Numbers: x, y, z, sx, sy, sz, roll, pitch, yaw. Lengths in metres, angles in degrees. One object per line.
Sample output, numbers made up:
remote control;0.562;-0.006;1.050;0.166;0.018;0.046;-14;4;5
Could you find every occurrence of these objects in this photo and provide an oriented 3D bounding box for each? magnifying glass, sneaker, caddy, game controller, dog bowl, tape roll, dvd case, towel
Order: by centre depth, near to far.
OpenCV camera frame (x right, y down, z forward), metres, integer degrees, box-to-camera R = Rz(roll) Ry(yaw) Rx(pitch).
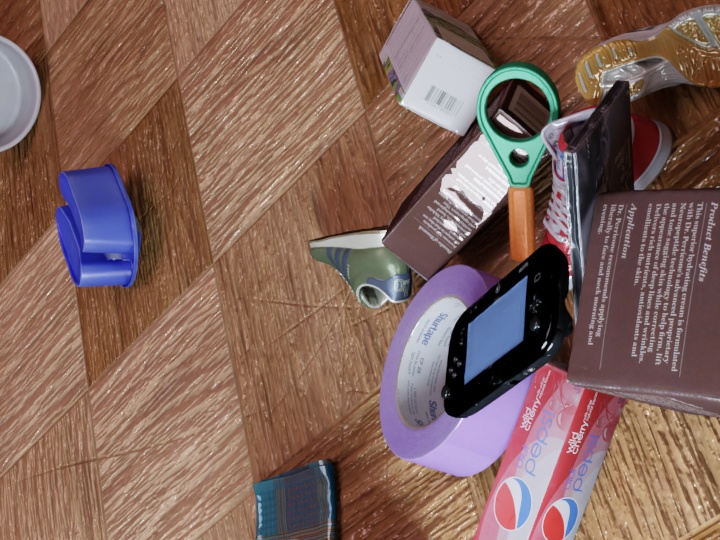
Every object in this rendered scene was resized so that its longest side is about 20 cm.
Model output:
dvd case;0.211;-0.043;1.254;0.016;0.149;0.202;7;122;25
game controller;0.125;0.056;1.265;0.200;0.042;0.105;135;139;-55
sneaker;0.297;-0.206;1.323;0.198;0.088;0.076;-6;108;29
sneaker;0.198;-0.069;1.367;0.201;0.112;0.071;-58;41;21
magnifying glass;0.154;-0.103;1.396;0.079;0.022;0.202;3;115;15
tape roll;0.097;0.099;1.439;0.200;0.065;0.202;-44;36;44
sneaker;0.000;0.000;1.627;0.200;0.067;0.091;-5;98;64
towel;-0.075;0.325;1.648;0.146;0.022;0.202;-25;60;45
caddy;-0.370;-0.064;2.087;0.201;0.104;0.142;-119;32;-42
dog bowl;-0.643;-0.298;2.426;0.079;0.199;0.202;10;86;54

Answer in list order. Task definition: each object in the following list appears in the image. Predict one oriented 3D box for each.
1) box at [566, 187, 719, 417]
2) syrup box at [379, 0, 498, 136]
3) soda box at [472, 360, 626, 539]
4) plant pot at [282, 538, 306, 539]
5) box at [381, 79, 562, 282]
box;0.300;0.032;1.163;0.199;0.163;0.168;3;79;51
syrup box;0.081;-0.221;1.536;0.082;0.078;0.200;-59;16;16
soda box;0.174;0.190;1.349;0.070;0.063;0.202;26;99;52
plant pot;-0.057;0.388;1.471;0.199;0.195;0.198;-22;62;50
box;0.114;-0.092;1.481;0.200;0.075;0.100;-46;8;31
